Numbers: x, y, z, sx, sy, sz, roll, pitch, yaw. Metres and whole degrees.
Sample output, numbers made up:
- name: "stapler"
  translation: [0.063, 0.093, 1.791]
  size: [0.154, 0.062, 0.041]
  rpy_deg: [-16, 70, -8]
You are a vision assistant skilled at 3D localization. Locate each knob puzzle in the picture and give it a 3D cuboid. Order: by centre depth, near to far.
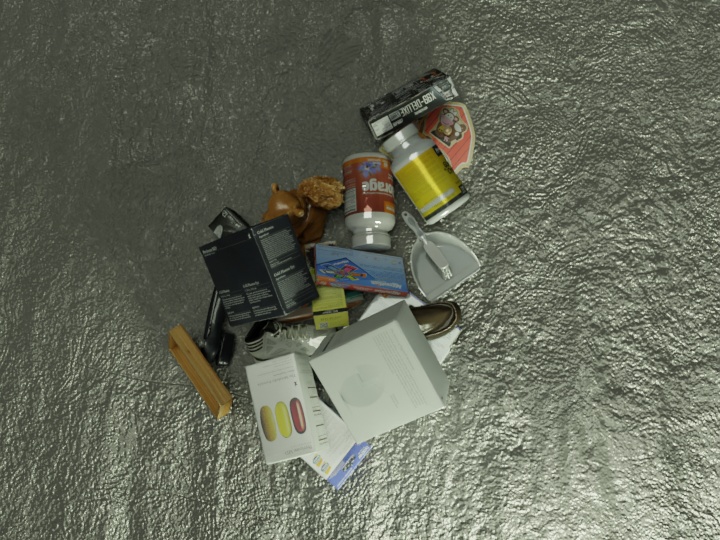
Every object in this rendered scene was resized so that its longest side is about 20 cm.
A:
- name: "knob puzzle"
  translation: [0.168, -0.297, 1.709]
  size: [0.218, 0.030, 0.222]
  rpy_deg: [-2, 79, 10]

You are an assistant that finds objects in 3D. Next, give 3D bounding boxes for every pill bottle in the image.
- name: "pill bottle"
  translation: [0.135, -0.207, 1.630]
  size: [0.112, 0.112, 0.201]
  rpy_deg: [-34, 92, 2]
- name: "pill bottle"
  translation: [0.019, -0.146, 1.664]
  size: [0.111, 0.112, 0.202]
  rpy_deg: [-5, 79, 9]

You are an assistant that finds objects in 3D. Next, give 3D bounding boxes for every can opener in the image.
- name: "can opener"
  translation: [-0.322, 0.111, 1.709]
  size: [0.063, 0.078, 0.202]
  rpy_deg: [-11, 70, 47]

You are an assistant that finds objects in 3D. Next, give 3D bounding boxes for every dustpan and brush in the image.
- name: "dustpan and brush"
  translation: [0.147, -0.049, 1.646]
  size: [0.139, 0.057, 0.200]
  rpy_deg: [-34, 56, -2]

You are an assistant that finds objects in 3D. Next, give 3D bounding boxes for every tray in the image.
- name: "tray"
  translation: [-0.349, 0.220, 1.663]
  size: [0.037, 0.099, 0.200]
  rpy_deg: [-32, 74, -27]

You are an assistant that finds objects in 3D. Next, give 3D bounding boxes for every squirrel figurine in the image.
- name: "squirrel figurine"
  translation: [-0.131, -0.144, 1.650]
  size: [0.200, 0.187, 0.142]
  rpy_deg: [-41, 75, 1]

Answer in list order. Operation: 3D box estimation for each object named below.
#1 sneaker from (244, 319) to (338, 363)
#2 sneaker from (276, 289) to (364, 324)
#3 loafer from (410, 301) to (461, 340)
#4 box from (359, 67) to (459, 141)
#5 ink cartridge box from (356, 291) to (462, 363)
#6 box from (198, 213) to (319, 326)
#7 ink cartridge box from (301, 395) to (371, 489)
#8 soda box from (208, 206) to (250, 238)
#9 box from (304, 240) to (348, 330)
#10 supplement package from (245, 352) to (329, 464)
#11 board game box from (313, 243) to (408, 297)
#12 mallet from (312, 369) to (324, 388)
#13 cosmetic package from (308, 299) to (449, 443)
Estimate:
- name: "sneaker"
  translation: [-0.151, 0.141, 1.628]
  size: [0.199, 0.116, 0.076]
  rpy_deg: [-16, 53, 7]
- name: "sneaker"
  translation: [-0.093, 0.058, 1.665]
  size: [0.198, 0.071, 0.081]
  rpy_deg: [-12, 74, 3]
- name: "loafer"
  translation: [0.113, 0.113, 1.577]
  size: [0.199, 0.071, 0.074]
  rpy_deg: [-19, 77, 4]
- name: "box"
  translation: [0.100, -0.366, 1.671]
  size: [0.199, 0.158, 0.050]
  rpy_deg: [-28, 112, 3]
- name: "ink cartridge box"
  translation: [0.082, 0.153, 1.631]
  size: [0.199, 0.041, 0.201]
  rpy_deg: [36, 86, 13]
- name: "box"
  translation: [-0.209, 0.002, 1.569]
  size: [0.199, 0.104, 0.183]
  rpy_deg: [-13, 101, 46]
- name: "ink cartridge box"
  translation: [-0.082, 0.351, 1.622]
  size: [0.200, 0.042, 0.120]
  rpy_deg: [39, 89, 17]
- name: "soda box"
  translation: [-0.245, -0.050, 1.712]
  size: [0.200, 0.071, 0.063]
  rpy_deg: [44, 94, 15]
- name: "box"
  translation: [-0.073, 0.028, 1.620]
  size: [0.075, 0.050, 0.201]
  rpy_deg: [-9, 50, -4]
- name: "supplement package"
  translation: [-0.148, 0.281, 1.570]
  size: [0.113, 0.110, 0.202]
  rpy_deg: [-17, 79, 10]
- name: "board game box"
  translation: [0.000, 0.000, 1.615]
  size: [0.198, 0.020, 0.103]
  rpy_deg: [9, 45, -16]
- name: "mallet"
  translation: [-0.063, 0.257, 1.644]
  size: [0.041, 0.066, 0.200]
  rpy_deg: [-50, 61, 4]
- name: "cosmetic package"
  translation: [0.042, 0.198, 1.512]
  size: [0.199, 0.123, 0.200]
  rpy_deg: [-26, 100, 20]
